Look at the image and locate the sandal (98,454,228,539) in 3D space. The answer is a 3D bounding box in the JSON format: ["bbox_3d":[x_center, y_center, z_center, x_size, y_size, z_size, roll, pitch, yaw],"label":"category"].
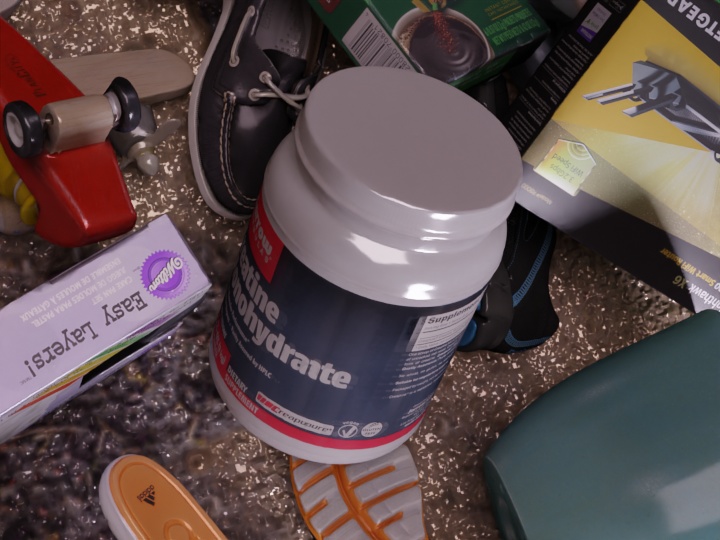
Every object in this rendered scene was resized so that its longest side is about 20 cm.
[{"bbox_3d":[-0.072,0.184,0.838,0.207,0.059,0.079,48,36,0],"label":"sandal"}]

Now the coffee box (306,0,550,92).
[{"bbox_3d":[0.012,-0.195,0.870,0.123,0.044,0.200,-29,79,-40],"label":"coffee box"}]

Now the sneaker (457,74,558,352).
[{"bbox_3d":[0.082,-0.043,0.931,0.082,0.073,0.201,9,74,-38],"label":"sneaker"}]

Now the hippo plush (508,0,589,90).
[{"bbox_3d":[0.165,-0.203,0.938,0.160,0.160,0.200,-32,47,-14],"label":"hippo plush"}]

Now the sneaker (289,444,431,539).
[{"bbox_3d":[0.011,0.174,0.870,0.078,0.077,0.201,-20,66,-20],"label":"sneaker"}]

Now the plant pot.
[{"bbox_3d":[0.167,0.144,0.850,0.160,0.201,0.202,-19,84,-5],"label":"plant pot"}]

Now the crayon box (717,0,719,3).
[{"bbox_3d":[0.262,-0.094,0.983,0.172,0.058,0.201,20,75,-8],"label":"crayon box"}]

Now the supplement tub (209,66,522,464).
[{"bbox_3d":[0.000,0.000,0.817,0.140,0.201,0.141,13,40,-11],"label":"supplement tub"}]

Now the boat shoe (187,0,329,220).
[{"bbox_3d":[-0.056,-0.131,0.909,0.074,0.060,0.201,25,70,-38],"label":"boat shoe"}]

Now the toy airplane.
[{"bbox_3d":[-0.212,-0.088,0.849,0.199,0.142,0.200,12,39,-1],"label":"toy airplane"}]

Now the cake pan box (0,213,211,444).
[{"bbox_3d":[-0.180,0.050,0.789,0.200,0.184,0.052,-33,90,-19],"label":"cake pan box"}]

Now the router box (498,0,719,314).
[{"bbox_3d":[0.192,-0.075,0.856,0.199,0.052,0.158,28,107,-27],"label":"router box"}]
